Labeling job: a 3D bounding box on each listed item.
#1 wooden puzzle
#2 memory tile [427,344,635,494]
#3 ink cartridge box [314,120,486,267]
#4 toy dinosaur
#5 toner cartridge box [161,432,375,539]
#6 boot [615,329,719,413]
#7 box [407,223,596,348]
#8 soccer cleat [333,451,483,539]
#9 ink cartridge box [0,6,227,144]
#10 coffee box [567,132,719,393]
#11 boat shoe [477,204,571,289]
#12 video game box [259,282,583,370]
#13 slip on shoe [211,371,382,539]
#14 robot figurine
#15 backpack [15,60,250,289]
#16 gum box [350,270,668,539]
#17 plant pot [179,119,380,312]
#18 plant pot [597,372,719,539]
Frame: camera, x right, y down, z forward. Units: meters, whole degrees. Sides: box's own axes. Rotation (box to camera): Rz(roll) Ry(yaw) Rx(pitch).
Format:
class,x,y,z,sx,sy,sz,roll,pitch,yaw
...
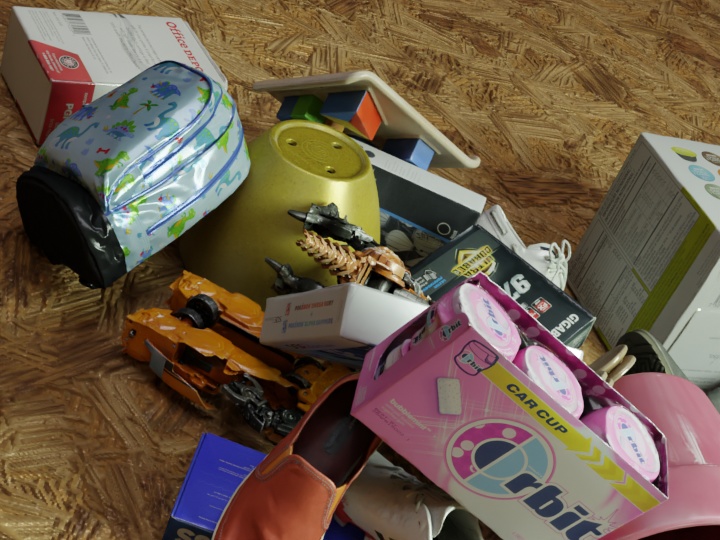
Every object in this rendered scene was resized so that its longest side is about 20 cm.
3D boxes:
class,x,y,z,sx,sy,sz,roll,pitch,yaw
wooden puzzle,0.002,-0.147,1.296,0.200,0.047,0.185,31,-16,-37
memory tile,0.126,0.135,0.971,0.017,0.200,0.153,51,36,1
ink cartridge box,0.023,-0.071,1.272,0.199,0.100,0.039,24,35,2
toy dinosaur,0.000,0.000,1.030,0.135,0.200,0.102,24,63,30
toner cartridge box,-0.042,0.199,0.906,0.199,0.043,0.095,22,35,-3
boot,0.356,0.125,1.204,0.199,0.073,0.183,-16,80,-36
box,0.101,0.057,1.148,0.159,0.046,0.200,41,52,23
soccer cleat,0.041,0.179,0.867,0.068,0.085,0.200,-8,45,-38
ink cartridge box,-0.264,-0.206,1.296,0.199,0.083,0.147,-3,42,-34
coffee box,0.375,-0.003,1.303,0.199,0.201,0.198,6,37,-25
boat shoe,0.188,-0.002,1.277,0.075,0.086,0.202,47,4,-47
video game box,0.041,0.060,0.951,0.199,0.047,0.182,17,-9,-20
slip on shoe,-0.042,0.151,0.841,0.074,0.061,0.200,35,73,7
robot figurine,-0.095,0.079,1.027,0.199,0.058,0.145,30,34,11
backpack,-0.192,-0.093,1.075,0.199,0.155,0.163,-23,33,-30
gum box,0.098,0.101,0.816,0.200,0.113,0.066,40,33,-17
plant pot,-0.060,-0.058,1.163,0.199,0.142,0.200,16,34,-12
plant pot,0.234,0.186,0.944,0.199,0.201,0.179,15,38,-14
